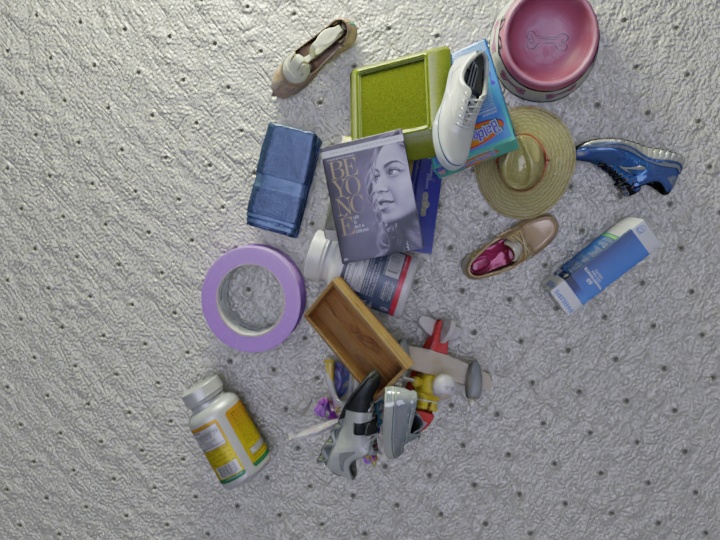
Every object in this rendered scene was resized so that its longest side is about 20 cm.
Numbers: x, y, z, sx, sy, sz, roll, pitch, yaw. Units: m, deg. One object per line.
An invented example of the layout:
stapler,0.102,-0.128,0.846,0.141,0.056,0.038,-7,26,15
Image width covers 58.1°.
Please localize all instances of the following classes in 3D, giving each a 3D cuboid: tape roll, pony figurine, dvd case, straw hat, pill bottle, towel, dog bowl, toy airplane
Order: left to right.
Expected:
pill bottle,-0.269,0.314,1.278,0.111,0.113,0.203,-29,94,9
tape roll,-0.206,0.053,1.263,0.195,0.066,0.206,1,97,7
towel,-0.148,-0.172,1.236,0.109,0.049,0.205,16,99,3
pony figurine,-0.028,0.269,1.225,0.191,0.164,0.205,-20,64,43
pill bottle,0.000,0.000,1.207,0.196,0.120,0.122,19,99,4
dvd case,0.020,-0.125,1.111,0.145,0.016,0.205,-10,95,9
toy airplane,0.141,0.186,1.203,0.197,0.141,0.203,-27,108,-11
straw hat,0.284,-0.190,1.148,0.196,0.085,0.206,4,100,22
dog bowl,0.329,-0.406,1.144,0.195,0.074,0.206,1,97,6

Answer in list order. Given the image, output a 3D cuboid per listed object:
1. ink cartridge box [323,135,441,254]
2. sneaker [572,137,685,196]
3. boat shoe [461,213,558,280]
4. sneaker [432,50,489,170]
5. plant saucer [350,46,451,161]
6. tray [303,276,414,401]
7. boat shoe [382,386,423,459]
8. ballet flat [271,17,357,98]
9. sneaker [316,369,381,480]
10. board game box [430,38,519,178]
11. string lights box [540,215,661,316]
ink cartridge box,0.046,-0.139,1.178,0.195,0.047,0.202,7,67,7
sneaker,0.472,-0.182,1.156,0.195,0.079,0.091,14,96,4
boat shoe,0.280,-0.038,1.198,0.198,0.069,0.075,-32,93,9
sneaker,0.167,-0.268,1.065,0.071,0.071,0.205,12,79,-19
plant saucer,0.063,-0.293,1.142,0.196,0.048,0.205,-7,75,23
tray,-0.005,0.120,1.143,0.201,0.037,0.099,49,121,10
boat shoe,0.076,0.275,1.143,0.070,0.071,0.203,2,139,6
ballet flat,-0.093,-0.396,1.192,0.199,0.067,0.068,-40,92,9
sneaker,0.004,0.266,1.108,0.087,0.074,0.203,30,108,14
board game box,0.179,-0.284,1.140,0.149,0.045,0.205,-18,71,18
string lights box,0.427,-0.011,1.169,0.199,0.103,0.059,-40,93,10
